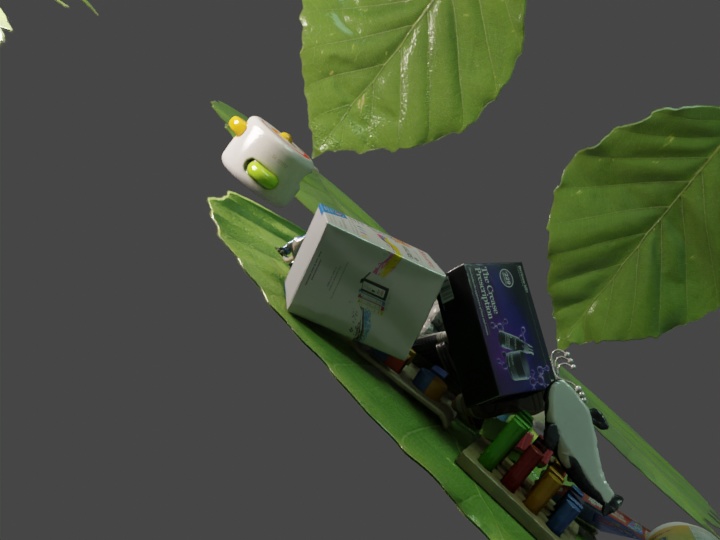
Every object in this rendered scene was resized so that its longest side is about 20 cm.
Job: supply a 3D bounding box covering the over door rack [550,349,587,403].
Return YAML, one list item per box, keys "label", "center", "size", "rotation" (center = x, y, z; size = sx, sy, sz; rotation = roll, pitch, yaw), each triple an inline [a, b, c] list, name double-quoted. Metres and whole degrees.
- label: "over door rack"
  center: [0.396, 0.265, 1.801]
  size: [0.065, 0.204, 0.148]
  rotation: [0, -16, 18]

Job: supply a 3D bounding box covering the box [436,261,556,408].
- label: "box"
  center: [0.204, 0.095, 1.433]
  size: [0.140, 0.078, 0.203]
  rotation: [-1, 71, -43]

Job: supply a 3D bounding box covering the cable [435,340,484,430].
- label: "cable"
  center: [0.164, 0.198, 1.548]
  size: [0.200, 0.050, 0.098]
  rotation: [46, 31, -43]

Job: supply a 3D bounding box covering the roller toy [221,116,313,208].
- label: "roller toy"
  center: [-0.200, -0.245, 2.074]
  size: [0.200, 0.140, 0.182]
  rotation: [44, 9, 34]

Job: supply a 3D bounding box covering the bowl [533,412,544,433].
- label: "bowl"
  center: [0.403, 0.295, 2.090]
  size: [0.200, 0.091, 0.201]
  rotation: [40, 8, -7]

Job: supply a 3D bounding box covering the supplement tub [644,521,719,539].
- label: "supplement tub"
  center: [0.471, 0.450, 1.353]
  size: [0.144, 0.145, 0.200]
  rotation: [40, 7, 8]

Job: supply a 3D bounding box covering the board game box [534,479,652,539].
- label: "board game box"
  center: [0.377, 0.390, 1.527]
  size: [0.199, 0.020, 0.102]
  rotation: [35, -21, -32]

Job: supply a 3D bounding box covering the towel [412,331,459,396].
- label: "towel"
  center: [0.181, 0.168, 1.627]
  size: [0.199, 0.035, 0.192]
  rotation: [38, -28, -18]

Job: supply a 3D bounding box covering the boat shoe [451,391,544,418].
- label: "boat shoe"
  center: [0.224, 0.200, 1.510]
  size: [0.198, 0.073, 0.076]
  rotation: [4, -13, -41]

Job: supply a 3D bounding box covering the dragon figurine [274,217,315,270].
- label: "dragon figurine"
  center: [-0.086, -0.042, 1.567]
  size: [0.059, 0.099, 0.200]
  rotation: [56, -8, 0]

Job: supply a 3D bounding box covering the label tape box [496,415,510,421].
- label: "label tape box"
  center: [0.254, 0.176, 1.854]
  size: [0.200, 0.144, 0.066]
  rotation: [42, 10, 16]

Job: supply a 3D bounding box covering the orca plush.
- label: "orca plush"
  center: [0.321, 0.262, 1.399]
  size: [0.201, 0.105, 0.071]
  rotation: [53, -21, 4]

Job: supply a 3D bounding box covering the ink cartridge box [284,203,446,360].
- label: "ink cartridge box"
  center: [0.003, 0.015, 1.427]
  size: [0.197, 0.146, 0.147]
  rotation: [24, 10, -12]

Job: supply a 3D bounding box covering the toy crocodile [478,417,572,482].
- label: "toy crocodile"
  center: [0.286, 0.293, 1.524]
  size: [0.198, 0.068, 0.062]
  rotation: [29, -18, 4]

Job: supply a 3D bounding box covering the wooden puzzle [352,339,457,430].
- label: "wooden puzzle"
  center: [0.084, 0.159, 1.512]
  size: [0.199, 0.046, 0.185]
  rotation: [41, 8, 9]

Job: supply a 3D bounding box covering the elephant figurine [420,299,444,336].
- label: "elephant figurine"
  center: [0.193, 0.157, 1.748]
  size: [0.198, 0.143, 0.155]
  rotation: [33, 22, 1]

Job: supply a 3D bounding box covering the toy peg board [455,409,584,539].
- label: "toy peg board"
  center: [0.257, 0.297, 1.372]
  size: [0.199, 0.098, 0.200]
  rotation: [42, 8, 14]
